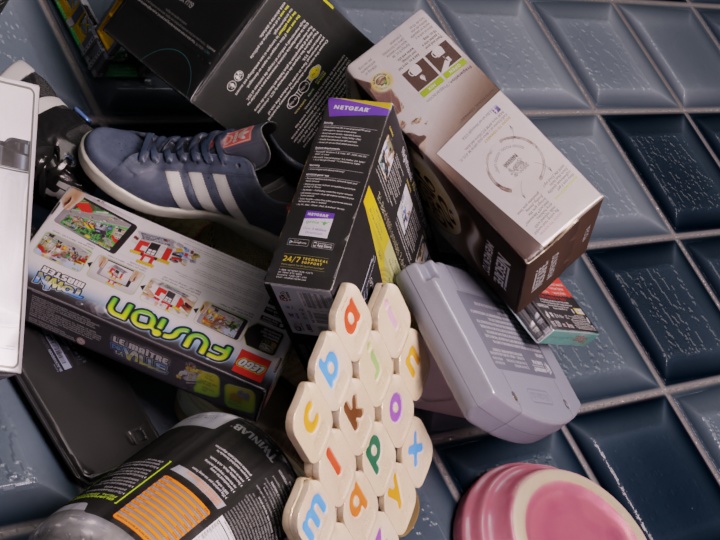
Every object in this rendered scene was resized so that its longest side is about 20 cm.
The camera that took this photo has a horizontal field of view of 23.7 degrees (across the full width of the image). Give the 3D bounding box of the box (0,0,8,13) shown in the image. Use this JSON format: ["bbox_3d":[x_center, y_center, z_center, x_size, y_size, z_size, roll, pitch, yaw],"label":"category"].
[{"bbox_3d":[-0.372,-0.227,1.278,0.164,0.086,0.200,43,37,-1],"label":"box"}]

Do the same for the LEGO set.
[{"bbox_3d":[-0.167,-0.247,1.455,0.198,0.116,0.155,3,52,-40],"label":"LEGO set"}]

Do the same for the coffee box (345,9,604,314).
[{"bbox_3d":[0.081,-0.079,1.275,0.080,0.113,0.200,-39,74,-13],"label":"coffee box"}]

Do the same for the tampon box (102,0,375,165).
[{"bbox_3d":[-0.073,-0.165,1.364,0.150,0.127,0.200,39,2,43],"label":"tampon box"}]

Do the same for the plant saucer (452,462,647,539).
[{"bbox_3d":[0.166,0.234,1.355,0.199,0.051,0.202,24,41,-23],"label":"plant saucer"}]

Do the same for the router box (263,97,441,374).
[{"bbox_3d":[0.000,0.000,1.237,0.052,0.201,0.159,7,58,19],"label":"router box"}]

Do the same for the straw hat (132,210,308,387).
[{"bbox_3d":[-0.081,-0.005,1.329,0.199,0.085,0.203,24,42,-23],"label":"straw hat"}]

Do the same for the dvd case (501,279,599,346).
[{"bbox_3d":[0.110,-0.023,1.386,0.201,0.022,0.146,55,16,15],"label":"dvd case"}]

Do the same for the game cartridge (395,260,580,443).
[{"bbox_3d":[0.101,0.065,1.285,0.134,0.040,0.200,59,18,20],"label":"game cartridge"}]

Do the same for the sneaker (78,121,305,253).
[{"bbox_3d":[-0.106,-0.080,1.262,0.198,0.085,0.075,17,41,-9],"label":"sneaker"}]

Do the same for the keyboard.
[{"bbox_3d":[-0.200,0.053,1.224,0.126,0.021,0.201,-17,68,-42],"label":"keyboard"}]

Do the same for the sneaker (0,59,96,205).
[{"bbox_3d":[-0.251,-0.074,1.252,0.111,0.073,0.201,37,37,-6],"label":"sneaker"}]

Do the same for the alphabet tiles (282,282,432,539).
[{"bbox_3d":[0.000,0.113,1.160,0.201,0.014,0.196,-67,148,-33],"label":"alphabet tiles"}]

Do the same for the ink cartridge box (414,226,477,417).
[{"bbox_3d":[0.053,0.010,1.436,0.144,0.084,0.202,14,46,-33],"label":"ink cartridge box"}]

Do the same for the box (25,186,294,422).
[{"bbox_3d":[-0.142,0.021,1.216,0.198,0.035,0.110,24,43,3],"label":"box"}]

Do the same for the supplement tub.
[{"bbox_3d":[-0.131,0.182,1.080,0.123,0.123,0.200,48,38,7],"label":"supplement tub"}]

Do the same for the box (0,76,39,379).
[{"bbox_3d":[-0.281,-0.033,1.133,0.116,0.060,0.203,12,73,-35],"label":"box"}]

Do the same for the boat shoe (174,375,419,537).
[{"bbox_3d":[-0.048,0.132,1.246,0.199,0.066,0.074,38,48,-3],"label":"boat shoe"}]
